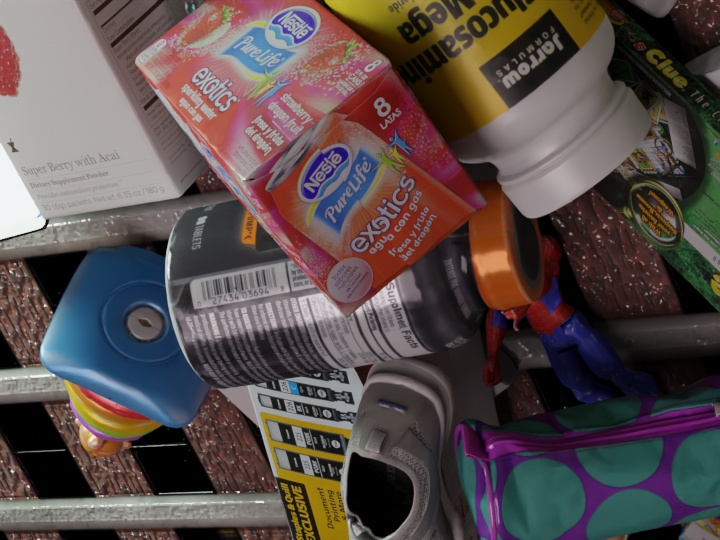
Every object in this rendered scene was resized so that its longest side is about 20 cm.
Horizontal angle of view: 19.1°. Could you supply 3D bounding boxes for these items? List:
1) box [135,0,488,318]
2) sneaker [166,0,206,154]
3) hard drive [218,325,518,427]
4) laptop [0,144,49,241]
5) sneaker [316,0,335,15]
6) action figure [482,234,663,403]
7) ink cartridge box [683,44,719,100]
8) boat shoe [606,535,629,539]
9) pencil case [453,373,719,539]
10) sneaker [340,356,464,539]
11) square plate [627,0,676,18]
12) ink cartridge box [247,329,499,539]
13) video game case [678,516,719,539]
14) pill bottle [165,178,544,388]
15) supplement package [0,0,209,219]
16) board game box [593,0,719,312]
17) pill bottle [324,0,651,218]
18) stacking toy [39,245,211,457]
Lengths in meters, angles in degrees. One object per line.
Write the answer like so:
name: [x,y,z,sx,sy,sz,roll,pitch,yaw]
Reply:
box: [-0.030,-0.074,1.108,0.100,0.095,0.200,53,177,-31]
sneaker: [-0.077,-0.168,1.239,0.070,0.080,0.202,2,106,33]
hard drive: [-0.001,0.068,1.411,0.132,0.026,0.200,43,136,-5]
laptop: [-0.286,-0.120,1.388,0.176,0.103,0.201,-13,117,39]
sneaker: [-0.013,-0.163,1.193,0.200,0.074,0.088,44,140,-11]
action figure: [0.117,0.057,1.277,0.065,0.099,0.201,-24,107,42]
ink cartridge box: [0.228,-0.047,1.150,0.199,0.047,0.160,-27,107,42]
boat shoe: [0.131,0.192,1.398,0.071,0.065,0.201,20,134,19]
pencil case: [0.156,0.107,1.224,0.198,0.086,0.093,-12,142,-4]
sneaker: [0.013,0.145,1.265,0.074,0.082,0.201,12,131,21]
square plate: [0.109,-0.244,1.080,0.199,0.028,0.199,34,136,5]
ink cartridge box: [-0.010,0.083,1.349,0.174,0.084,0.201,7,129,29]
video game case: [0.296,0.147,1.287,0.143,0.018,0.200,34,136,4]
pill bottle: [0.000,0.000,1.194,0.199,0.106,0.107,-11,120,19]
supplement package: [-0.164,-0.150,1.271,0.121,0.120,0.201,-7,120,38]
board game box: [0.174,-0.051,1.145,0.200,0.023,0.105,47,144,21]
pill bottle: [0.059,-0.130,1.102,0.112,0.113,0.200,-28,106,44]
stacking toy: [-0.165,0.081,1.490,0.115,0.110,0.200,24,148,-2]
